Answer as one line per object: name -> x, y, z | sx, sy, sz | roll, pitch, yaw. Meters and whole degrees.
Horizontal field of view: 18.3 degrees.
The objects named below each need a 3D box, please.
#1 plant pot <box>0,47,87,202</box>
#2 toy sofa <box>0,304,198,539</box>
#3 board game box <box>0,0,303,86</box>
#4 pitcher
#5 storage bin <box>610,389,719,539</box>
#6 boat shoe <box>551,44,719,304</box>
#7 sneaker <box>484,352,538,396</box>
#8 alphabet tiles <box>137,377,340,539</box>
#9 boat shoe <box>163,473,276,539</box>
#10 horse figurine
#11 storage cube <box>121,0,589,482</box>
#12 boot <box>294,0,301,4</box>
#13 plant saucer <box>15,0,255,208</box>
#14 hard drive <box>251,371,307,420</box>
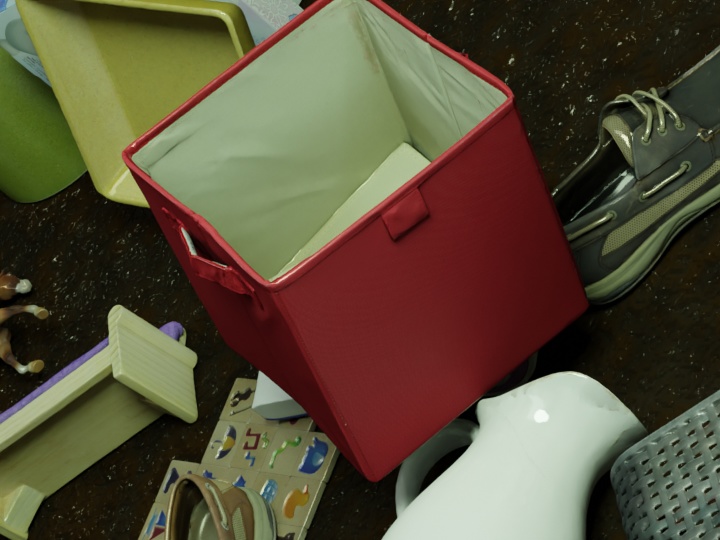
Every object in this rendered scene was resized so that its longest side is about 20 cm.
plant pot -> -0.316, -0.187, 1.886 | 0.187, 0.200, 0.188 | -29, 44, 31
toy sofa -> -0.216, 0.103, 1.646 | 0.200, 0.083, 0.098 | -35, 42, 25
board game box -> -0.150, -0.176, 1.691 | 0.198, 0.200, 0.044 | -21, 43, 36
pitcher -> 0.059, 0.163, 1.272 | 0.171, 0.121, 0.201 | -14, 42, 51
storage bin -> 0.238, 0.111, 1.086 | 0.200, 0.135, 0.094 | -35, 40, 24
boat shoe -> 0.179, -0.069, 1.347 | 0.200, 0.073, 0.075 | -51, 37, 5
sneaker -> 0.031, 0.031, 1.424 | 0.199, 0.075, 0.100 | 3, 43, 27
alphabet tiles -> -0.090, 0.166, 1.519 | 0.167, 0.008, 0.201 | 2, 63, 49
boat shoe -> -0.097, 0.215, 1.421 | 0.076, 0.072, 0.201 | -35, 41, 25
horse figurine -> -0.312, 0.089, 1.792 | 0.132, 0.050, 0.201 | 16, 75, 52
storage cube -> 0.002, -0.024, 1.298 | 0.200, 0.180, 0.171 | -38, 45, -13
boot -> -0.072, -0.272, 1.768 | 0.073, 0.095, 0.201 | 19, 77, 52
plant saucer -> -0.134, -0.128, 1.623 | 0.199, 0.201, 0.049 | 11, 48, 33
hard drive -> 0.000, 0.000, 1.525 | 0.131, 0.025, 0.201 | -13, 53, 36
